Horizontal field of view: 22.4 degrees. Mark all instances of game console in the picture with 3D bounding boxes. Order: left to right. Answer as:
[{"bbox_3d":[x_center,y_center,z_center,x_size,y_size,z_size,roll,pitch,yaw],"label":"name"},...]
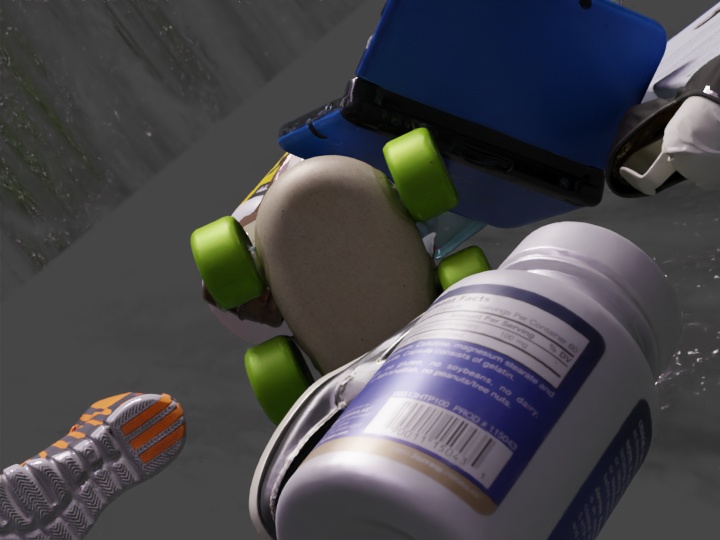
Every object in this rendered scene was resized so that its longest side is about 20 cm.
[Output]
[{"bbox_3d":[0.072,-0.119,1.210,0.170,0.199,0.119,-16,59,60],"label":"game console"}]

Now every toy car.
[{"bbox_3d":[0.000,0.000,1.204,0.164,0.158,0.200,-24,2,6],"label":"toy car"}]

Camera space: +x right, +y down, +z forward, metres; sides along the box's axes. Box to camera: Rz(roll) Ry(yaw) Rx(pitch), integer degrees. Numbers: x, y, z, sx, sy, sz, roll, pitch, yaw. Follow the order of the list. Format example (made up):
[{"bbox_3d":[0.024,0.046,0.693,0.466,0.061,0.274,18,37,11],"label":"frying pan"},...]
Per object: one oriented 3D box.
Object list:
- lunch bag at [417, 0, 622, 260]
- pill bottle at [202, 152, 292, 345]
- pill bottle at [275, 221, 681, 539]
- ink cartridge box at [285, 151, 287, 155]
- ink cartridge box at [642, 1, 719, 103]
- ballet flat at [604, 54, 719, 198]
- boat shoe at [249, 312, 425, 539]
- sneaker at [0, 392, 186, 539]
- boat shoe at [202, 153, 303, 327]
[{"bbox_3d":[0.114,-0.125,1.361,0.200,0.122,0.170,-37,10,29],"label":"lunch bag"},{"bbox_3d":[-0.042,-0.031,1.472,0.114,0.114,0.200,-28,16,37],"label":"pill bottle"},{"bbox_3d":[0.062,0.071,0.801,0.119,0.120,0.200,-24,18,47],"label":"pill bottle"},{"bbox_3d":[0.006,-0.110,1.686,0.145,0.084,0.200,-35,13,12],"label":"ink cartridge box"},{"bbox_3d":[0.279,-0.167,1.222,0.196,0.043,0.200,-37,7,-3],"label":"ink cartridge box"},{"bbox_3d":[0.203,-0.077,1.086,0.069,0.068,0.200,-52,6,-17],"label":"ballet flat"},{"bbox_3d":[0.018,0.078,1.010,0.200,0.072,0.068,-41,9,-23],"label":"boat shoe"},{"bbox_3d":[-0.224,0.162,1.411,0.199,0.078,0.112,-29,7,-12],"label":"sneaker"},{"bbox_3d":[-0.036,-0.036,1.349,0.203,0.075,0.075,-57,-13,-28],"label":"boat shoe"}]
